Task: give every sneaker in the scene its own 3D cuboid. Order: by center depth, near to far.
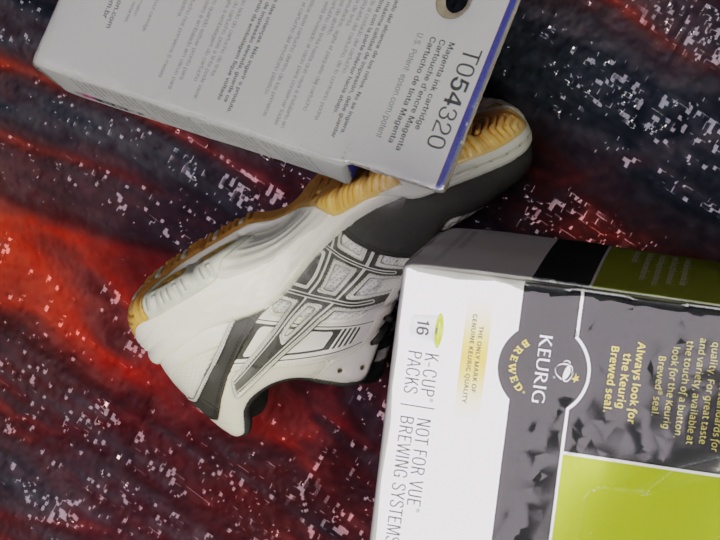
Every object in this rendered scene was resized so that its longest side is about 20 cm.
[{"bbox_3d":[0.000,0.000,1.166,0.200,0.076,0.088,-29,102,24],"label":"sneaker"}]

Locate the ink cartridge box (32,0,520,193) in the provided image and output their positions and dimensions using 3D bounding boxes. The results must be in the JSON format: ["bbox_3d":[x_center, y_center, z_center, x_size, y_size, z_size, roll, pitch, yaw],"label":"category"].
[{"bbox_3d":[-0.012,-0.142,1.133,0.199,0.043,0.197,19,81,22],"label":"ink cartridge box"}]

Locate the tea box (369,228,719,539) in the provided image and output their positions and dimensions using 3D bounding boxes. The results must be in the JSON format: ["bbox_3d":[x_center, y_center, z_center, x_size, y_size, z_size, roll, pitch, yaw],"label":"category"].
[{"bbox_3d":[0.107,0.099,1.056,0.196,0.134,0.201,9,98,8],"label":"tea box"}]
